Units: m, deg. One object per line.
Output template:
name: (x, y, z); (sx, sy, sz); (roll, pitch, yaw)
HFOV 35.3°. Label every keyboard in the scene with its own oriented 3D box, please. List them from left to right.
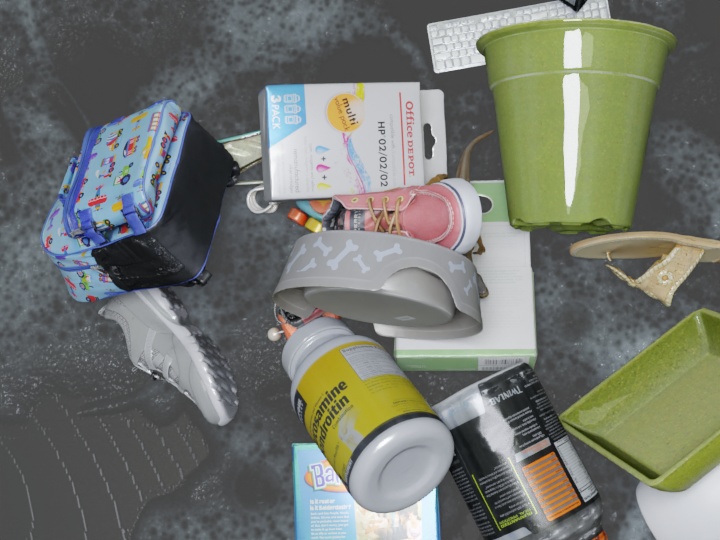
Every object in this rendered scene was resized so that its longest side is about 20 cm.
keyboard: (0.176, -0.261, 1.246); (0.199, 0.011, 0.056); (-9, 80, 5)

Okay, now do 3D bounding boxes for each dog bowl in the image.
dog bowl: (0.020, 0.015, 1.064); (0.199, 0.200, 0.059); (7, 77, 7)

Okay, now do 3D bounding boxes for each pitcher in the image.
pitcher: (0.374, 0.187, 1.105); (0.200, 0.172, 0.121); (-34, 105, 19)

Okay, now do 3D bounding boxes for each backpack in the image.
backpack: (-0.246, -0.064, 1.166); (0.200, 0.135, 0.183); (-13, 48, 30)

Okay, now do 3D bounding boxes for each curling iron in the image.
curling iron: (0.000, 0.000, 1.165); (0.200, 0.026, 0.050); (-26, 97, -7)

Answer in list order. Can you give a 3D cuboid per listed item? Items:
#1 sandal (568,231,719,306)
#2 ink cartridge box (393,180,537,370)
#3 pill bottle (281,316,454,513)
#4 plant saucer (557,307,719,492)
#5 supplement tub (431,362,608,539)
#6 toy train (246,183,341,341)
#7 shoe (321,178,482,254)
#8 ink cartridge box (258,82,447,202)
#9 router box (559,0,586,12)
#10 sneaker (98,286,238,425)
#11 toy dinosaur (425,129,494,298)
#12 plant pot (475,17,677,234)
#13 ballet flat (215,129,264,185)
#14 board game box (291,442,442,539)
sandal: (0.323, 0.002, 1.156); (0.211, 0.078, 0.070); (-2, 75, 0)
ink cartridge box: (0.109, 0.005, 1.194); (0.145, 0.048, 0.201); (-1, 65, 5)
pill bottle: (-0.001, 0.135, 1.117); (0.112, 0.112, 0.200); (-40, 44, -1)
plant saucer: (0.316, 0.130, 1.086); (0.200, 0.200, 0.048); (-37, 107, -7)
supplement tub: (0.158, 0.203, 1.118); (0.122, 0.123, 0.200); (-26, 80, 1)
toy train: (-0.050, -0.016, 1.208); (0.150, 0.056, 0.201); (-18, 80, 2)
shoe: (0.033, -0.044, 1.066); (0.091, 0.200, 0.072); (-7, 92, -22)
ink cartridge box: (0.000, -0.132, 1.157); (0.199, 0.068, 0.116); (-4, 92, -12)
router box: (0.234, -0.406, 1.232); (0.150, 0.062, 0.200); (36, 84, 13)
sneaker: (-0.203, 0.092, 1.205); (0.082, 0.075, 0.200); (-40, 68, 5)
toy dinosaur: (0.102, -0.071, 1.161); (0.060, 0.106, 0.201); (-2, 73, 15)
plant pot: (0.212, -0.135, 1.136); (0.199, 0.200, 0.191); (2, 87, 6)
ballet flat: (-0.082, -0.132, 1.231); (0.199, 0.067, 0.063); (-16, 90, 13)
board game box: (0.009, 0.275, 1.161); (0.152, 0.045, 0.201); (-3, 81, 6)
